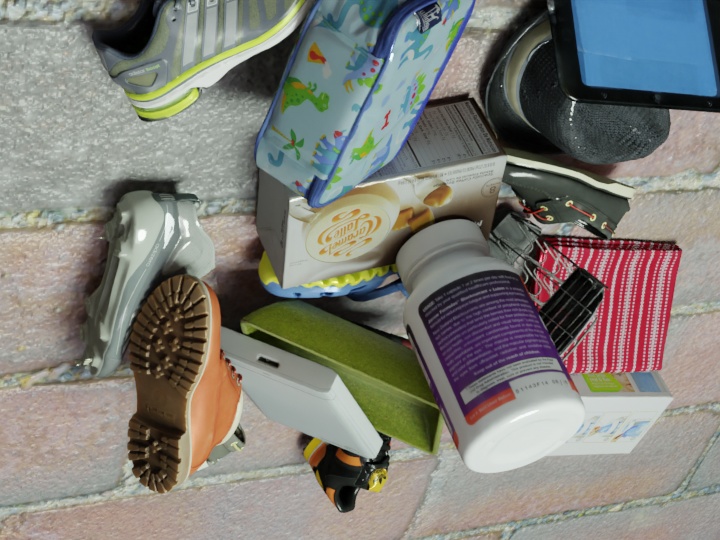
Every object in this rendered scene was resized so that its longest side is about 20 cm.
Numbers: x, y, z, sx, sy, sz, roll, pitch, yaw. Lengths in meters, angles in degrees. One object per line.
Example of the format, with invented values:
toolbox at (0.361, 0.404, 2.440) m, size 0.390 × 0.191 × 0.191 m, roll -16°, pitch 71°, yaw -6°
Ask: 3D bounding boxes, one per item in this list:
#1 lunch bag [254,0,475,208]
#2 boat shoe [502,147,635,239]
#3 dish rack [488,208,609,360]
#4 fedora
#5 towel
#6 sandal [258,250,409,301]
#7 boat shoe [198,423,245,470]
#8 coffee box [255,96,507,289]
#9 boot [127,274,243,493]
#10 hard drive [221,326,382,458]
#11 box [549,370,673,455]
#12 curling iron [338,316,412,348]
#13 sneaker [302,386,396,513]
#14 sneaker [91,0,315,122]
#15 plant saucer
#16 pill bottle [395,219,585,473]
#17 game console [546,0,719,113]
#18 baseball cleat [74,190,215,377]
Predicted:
lunch bag at (0.009, -0.156, 1.074) m, size 0.161 × 0.082 × 0.200 m, roll -40°, pitch 162°, yaw -52°
boat shoe at (0.182, -0.072, 1.305) m, size 0.201 × 0.074 × 0.063 m, roll 14°, pitch 101°, yaw -45°
dish rack at (0.143, 0.035, 1.301) m, size 0.154 × 0.200 × 0.055 m, roll -49°, pitch 128°, yaw 3°
fedora at (0.210, -0.150, 1.227) m, size 0.200 × 0.092 × 0.201 m, roll -16°, pitch 141°, yaw -13°
towel at (0.254, 0.040, 1.470) m, size 0.199 × 0.022 × 0.145 m, roll 1°, pitch 102°, yaw -32°
sandal at (0.000, 0.000, 1.292) m, size 0.199 × 0.080 × 0.087 m, roll -7°, pitch 141°, yaw -22°
boat shoe at (-0.150, 0.122, 1.343) m, size 0.060 × 0.072 × 0.202 m, roll -18°, pitch 145°, yaw -10°
coffee box at (0.016, -0.068, 1.217) m, size 0.199 × 0.080 × 0.115 m, roll -12°, pitch 142°, yaw -18°
boot at (-0.144, 0.085, 1.218) m, size 0.107 × 0.075 × 0.201 m, roll -27°, pitch 135°, yaw -52°
hard drive at (-0.060, 0.119, 1.330) m, size 0.027 × 0.131 × 0.200 m, roll -64°, pitch 158°, yaw -17°
box at (0.222, 0.130, 1.534) m, size 0.199 × 0.113 × 0.102 m, roll 2°, pitch 135°, yaw -32°
curling iron at (0.036, 0.072, 1.383) m, size 0.199 × 0.050 × 0.026 m, roll 14°, pitch 118°, yaw -15°
sneaker at (0.013, 0.180, 1.453) m, size 0.070 × 0.090 × 0.200 m, roll -9°, pitch 152°, yaw -37°
sneaker at (-0.108, -0.192, 1.017) m, size 0.200 × 0.074 × 0.081 m, roll -38°, pitch 136°, yaw 11°
plant saucer at (-0.007, 0.093, 1.307) m, size 0.200 × 0.199 × 0.048 m, roll 89°, pitch 25°, yaw -71°
pill bottle at (0.102, 0.060, 1.187) m, size 0.111 × 0.201 × 0.112 m, roll -17°, pitch 150°, yaw -10°
game console at (0.255, -0.236, 1.140) m, size 0.199 × 0.117 × 0.176 m, roll 0°, pitch 135°, yaw -30°
baseball cleat at (-0.182, 0.018, 1.208) m, size 0.106 × 0.070 × 0.201 m, roll -2°, pitch 136°, yaw -28°
